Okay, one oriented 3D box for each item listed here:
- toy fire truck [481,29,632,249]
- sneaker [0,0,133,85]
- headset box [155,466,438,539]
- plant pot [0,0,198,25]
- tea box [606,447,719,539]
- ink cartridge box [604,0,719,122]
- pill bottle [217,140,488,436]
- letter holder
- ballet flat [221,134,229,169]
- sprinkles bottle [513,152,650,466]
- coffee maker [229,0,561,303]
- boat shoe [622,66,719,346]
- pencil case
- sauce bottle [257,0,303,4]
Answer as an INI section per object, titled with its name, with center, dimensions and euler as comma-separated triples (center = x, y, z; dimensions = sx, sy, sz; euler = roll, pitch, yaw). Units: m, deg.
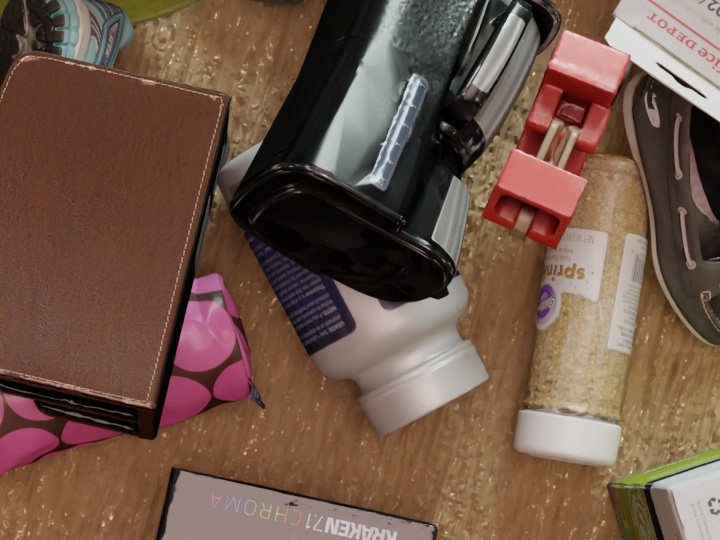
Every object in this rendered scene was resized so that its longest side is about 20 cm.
[toy fire truck]
center = 0.115, -0.068, 1.582
dimensions = 0.049, 0.200, 0.141
euler = 23, 75, 2
[sneaker]
center = -0.193, -0.082, 1.668
dimensions = 0.078, 0.086, 0.200
euler = 37, 117, 37
[headset box]
center = -0.058, 0.240, 1.660
dimensions = 0.174, 0.093, 0.200
euler = 13, 86, -3
[plant pot]
center = -0.191, -0.269, 1.648
dimensions = 0.200, 0.200, 0.184
euler = -4, 75, -5
[tea box]
center = 0.260, 0.209, 1.634
dimensions = 0.134, 0.197, 0.200
euler = -17, 87, -6
[ink cartridge box]
center = 0.232, -0.171, 1.655
dimensions = 0.115, 0.200, 0.068
euler = 34, 119, -2
[pill bottle]
center = 0.000, 0.000, 1.671
dimensions = 0.111, 0.111, 0.200
euler = -28, 89, -6
[letter holder]
center = -0.170, -0.016, 1.584
dimensions = 0.142, 0.101, 0.200
euler = 13, 76, -1
[ballet flat]
center = -0.160, -0.025, 1.698
dimensions = 0.067, 0.046, 0.200
euler = 38, 90, -32
[sprinkles bottle]
center = 0.148, 0.025, 1.702
dimensions = 0.068, 0.068, 0.200
euler = 10, 85, -4
[coffee maker]
center = -0.001, -0.104, 1.579
dimensions = 0.192, 0.135, 0.200
euler = 21, 63, 6
[boat shoe]
center = 0.223, -0.037, 1.681
dimensions = 0.067, 0.057, 0.200
euler = -35, 115, -35
[pencil case]
center = -0.167, 0.074, 1.661
dimensions = 0.200, 0.094, 0.091
euler = -15, 54, -8
[sauce bottle]
center = -0.045, -0.276, 1.709
dimensions = 0.066, 0.066, 0.200
euler = 4, 87, -4
